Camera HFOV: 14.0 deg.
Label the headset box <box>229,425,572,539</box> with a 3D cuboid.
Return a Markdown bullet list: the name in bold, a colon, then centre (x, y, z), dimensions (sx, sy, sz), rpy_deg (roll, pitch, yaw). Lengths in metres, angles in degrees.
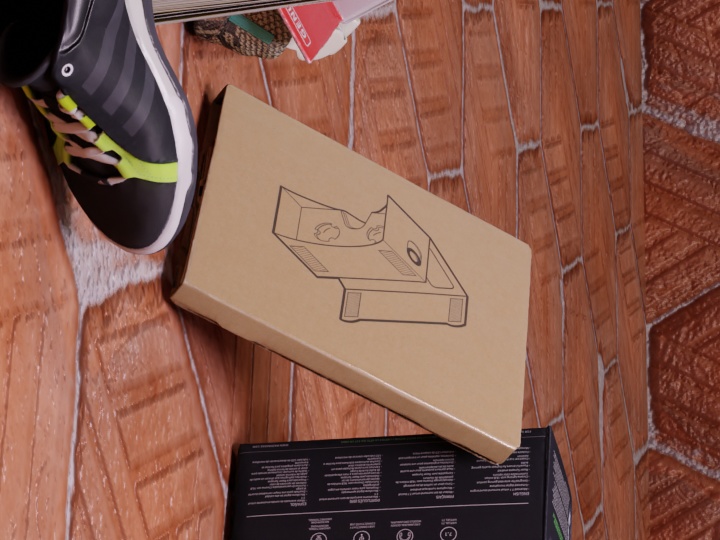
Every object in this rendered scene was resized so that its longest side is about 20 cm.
- **headset box**: centre (0.020, 0.193, 1.530), dimensions (0.093, 0.173, 0.201), rpy_deg (69, 19, -54)

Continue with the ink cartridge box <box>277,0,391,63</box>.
- **ink cartridge box**: centre (-0.041, -0.224, 1.546), dimensions (0.200, 0.045, 0.176), rpy_deg (61, 17, -12)

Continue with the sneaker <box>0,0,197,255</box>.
- **sneaker**: centre (-0.129, -0.088, 1.246), dimensions (0.083, 0.072, 0.201), rpy_deg (-42, 130, -44)

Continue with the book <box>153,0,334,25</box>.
- **book**: centre (-0.028, -0.175, 1.376), dimensions (0.134, 0.199, 0.048), rpy_deg (-76, 158, -54)

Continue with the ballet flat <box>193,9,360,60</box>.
- **ballet flat**: centre (-0.038, -0.146, 1.609), dimensions (0.068, 0.075, 0.200), rpy_deg (-56, 179, 18)

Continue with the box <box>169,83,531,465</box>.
- **box**: centre (0.000, 0.000, 1.540), dimensions (0.021, 0.200, 0.164), rpy_deg (-50, -159, 38)
